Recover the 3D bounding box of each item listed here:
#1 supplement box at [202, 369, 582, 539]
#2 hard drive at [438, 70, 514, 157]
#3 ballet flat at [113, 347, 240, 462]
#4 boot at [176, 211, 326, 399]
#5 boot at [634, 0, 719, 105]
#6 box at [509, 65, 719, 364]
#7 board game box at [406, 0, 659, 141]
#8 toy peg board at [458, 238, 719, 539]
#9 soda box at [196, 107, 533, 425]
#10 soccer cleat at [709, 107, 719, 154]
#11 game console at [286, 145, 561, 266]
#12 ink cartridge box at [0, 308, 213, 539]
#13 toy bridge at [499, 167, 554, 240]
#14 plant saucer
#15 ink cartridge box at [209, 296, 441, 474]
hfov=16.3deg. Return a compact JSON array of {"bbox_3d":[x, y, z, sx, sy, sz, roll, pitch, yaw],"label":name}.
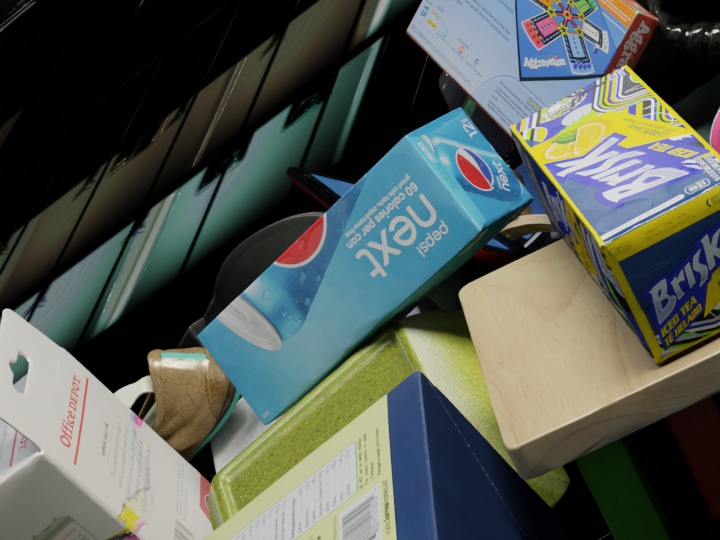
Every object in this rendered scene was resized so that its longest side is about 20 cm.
[{"bbox_3d":[-0.004,0.186,1.086,0.200,0.134,0.200,-39,18,14],"label":"supplement box"},{"bbox_3d":[0.098,-0.156,1.563,0.200,0.038,0.140,-98,31,-77],"label":"hard drive"},{"bbox_3d":[-0.142,0.120,1.541,0.200,0.072,0.068,-58,26,34],"label":"ballet flat"},{"bbox_3d":[-0.026,0.001,1.593,0.174,0.069,0.200,-35,-8,-48],"label":"boot"},{"bbox_3d":[0.184,-0.139,1.425,0.211,0.079,0.158,-30,3,24],"label":"boot"},{"bbox_3d":[0.128,-0.030,1.150,0.070,0.064,0.200,-27,20,1],"label":"box"},{"bbox_3d":[0.094,-0.139,1.433,0.103,0.019,0.200,-63,33,17],"label":"board game box"},{"bbox_3d":[0.164,0.040,1.167,0.199,0.098,0.200,-25,20,5],"label":"toy peg board"},{"bbox_3d":[0.000,0.000,1.396,0.200,0.068,0.064,-43,-8,35],"label":"soda box"},{"bbox_3d":[0.270,-0.114,1.314,0.200,0.070,0.086,-38,2,11],"label":"soccer cleat"},{"bbox_3d":[0.070,-0.066,1.535,0.172,0.119,0.200,-44,18,-2],"label":"game console"},{"bbox_3d":[-0.159,0.127,1.445,0.067,0.200,0.116,-38,22,17],"label":"ink cartridge box"},{"bbox_3d":[0.167,-0.055,1.384,0.200,0.027,0.067,-20,69,20],"label":"toy bridge"},{"bbox_3d":[-0.003,0.115,1.336,0.200,0.048,0.200,-41,28,8],"label":"plant saucer"},{"bbox_3d":[-0.008,0.107,1.454,0.163,0.057,0.200,-40,33,12],"label":"ink cartridge box"}]
